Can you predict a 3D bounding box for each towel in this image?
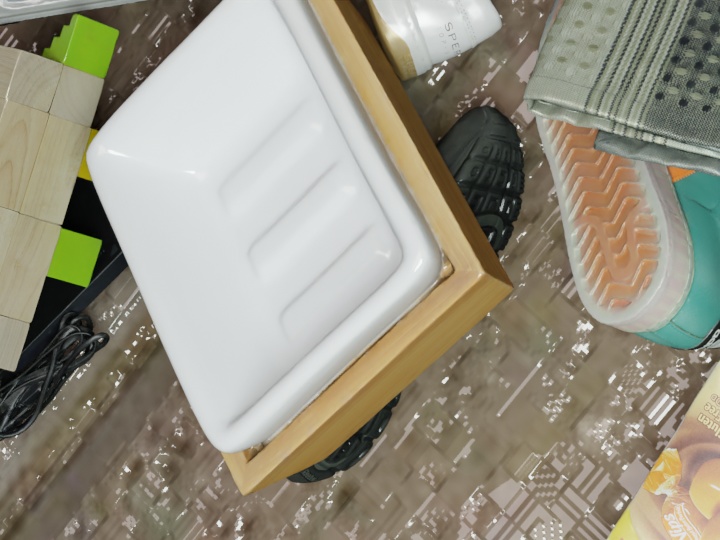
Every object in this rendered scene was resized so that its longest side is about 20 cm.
[{"bbox_3d":[0.187,-0.119,1.052,0.191,0.035,0.201,17,61,18],"label":"towel"}]

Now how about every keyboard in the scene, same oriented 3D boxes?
[{"bbox_3d":[-0.184,0.047,1.249,0.200,0.040,0.104,-44,45,14],"label":"keyboard"}]

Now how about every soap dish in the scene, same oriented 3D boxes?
[{"bbox_3d":[-0.029,-0.022,1.084,0.157,0.081,0.201,-43,56,24],"label":"soap dish"}]

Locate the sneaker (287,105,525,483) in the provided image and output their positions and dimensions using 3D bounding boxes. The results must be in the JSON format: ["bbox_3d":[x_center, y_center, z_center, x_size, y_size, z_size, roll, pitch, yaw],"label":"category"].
[{"bbox_3d":[0.000,0.000,1.145,0.091,0.076,0.201,39,98,29],"label":"sneaker"}]

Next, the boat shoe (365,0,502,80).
[{"bbox_3d":[0.020,-0.190,1.166,0.069,0.071,0.201,-19,71,3],"label":"boat shoe"}]

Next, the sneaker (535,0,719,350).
[{"bbox_3d":[0.132,-0.052,1.098,0.071,0.080,0.201,-27,53,36],"label":"sneaker"}]

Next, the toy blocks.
[{"bbox_3d":[-0.204,-0.040,1.225,0.136,0.099,0.201,16,89,54],"label":"toy blocks"}]

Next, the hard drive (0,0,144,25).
[{"bbox_3d":[-0.123,-0.202,1.193,0.198,0.038,0.141,-8,105,7],"label":"hard drive"}]

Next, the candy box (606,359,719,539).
[{"bbox_3d":[0.211,0.141,1.037,0.199,0.055,0.116,35,98,23],"label":"candy box"}]
